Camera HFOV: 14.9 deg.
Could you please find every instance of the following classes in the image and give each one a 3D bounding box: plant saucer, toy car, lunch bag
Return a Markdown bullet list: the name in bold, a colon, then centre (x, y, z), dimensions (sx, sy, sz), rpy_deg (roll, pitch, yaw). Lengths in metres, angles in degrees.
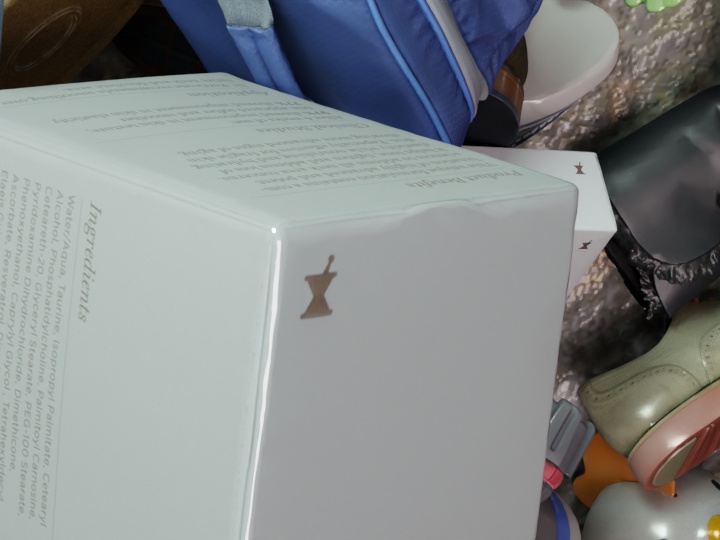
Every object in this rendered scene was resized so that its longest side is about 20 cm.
- **plant saucer**: centre (-0.147, -0.111, 1.187), dimensions (0.200, 0.200, 0.035), rpy_deg (-44, 81, 7)
- **toy car**: centre (0.194, 0.168, 1.497), dimensions (0.200, 0.177, 0.184), rpy_deg (51, 59, -11)
- **lunch bag**: centre (-0.012, -0.130, 1.164), dimensions (0.133, 0.136, 0.200), rpy_deg (-59, 145, -20)

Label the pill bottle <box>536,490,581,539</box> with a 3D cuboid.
- **pill bottle**: centre (0.010, 0.127, 1.424), dimensions (0.200, 0.114, 0.114), rpy_deg (30, 105, -33)

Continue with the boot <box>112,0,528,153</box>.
- **boot**: centre (-0.016, -0.120, 1.304), dimensions (0.199, 0.097, 0.075), rpy_deg (14, 145, 0)

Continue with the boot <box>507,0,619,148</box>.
- **boot**: centre (0.035, -0.064, 1.359), dimensions (0.199, 0.073, 0.090), rpy_deg (-22, 146, -12)

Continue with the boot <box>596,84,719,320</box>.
- **boot**: centre (0.184, -0.081, 1.391), dimensions (0.168, 0.076, 0.200), rpy_deg (-30, 132, -7)

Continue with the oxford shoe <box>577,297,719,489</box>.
- **oxford shoe**: centre (0.204, 0.033, 1.473), dimensions (0.200, 0.074, 0.071), rpy_deg (-33, 157, -24)

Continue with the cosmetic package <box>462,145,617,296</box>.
- **cosmetic package**: centre (0.000, 0.000, 1.305), dimensions (0.199, 0.052, 0.151), rpy_deg (2, 144, -22)

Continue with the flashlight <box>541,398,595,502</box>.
- **flashlight**: centre (0.039, 0.145, 1.334), dimensions (0.068, 0.068, 0.200), rpy_deg (30, 81, -3)

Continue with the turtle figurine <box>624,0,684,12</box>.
- **turtle figurine**: centre (0.076, -0.193, 1.245), dimensions (0.144, 0.200, 0.194), rpy_deg (-8, 135, 24)

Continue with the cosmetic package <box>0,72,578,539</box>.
- **cosmetic package**: centre (-0.051, 0.028, 1.052), dimensions (0.167, 0.200, 0.167), rpy_deg (-8, 111, -45)

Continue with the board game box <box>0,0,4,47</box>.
- **board game box**: centre (-0.242, -0.086, 1.084), dimensions (0.199, 0.041, 0.200), rpy_deg (9, 142, -3)
